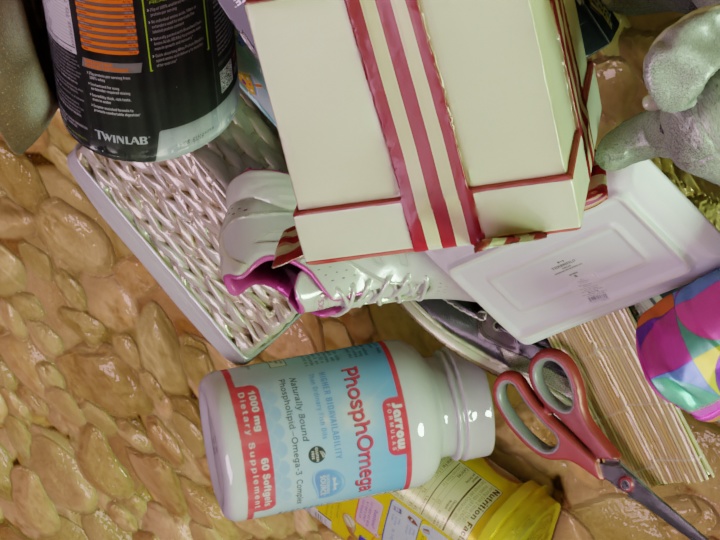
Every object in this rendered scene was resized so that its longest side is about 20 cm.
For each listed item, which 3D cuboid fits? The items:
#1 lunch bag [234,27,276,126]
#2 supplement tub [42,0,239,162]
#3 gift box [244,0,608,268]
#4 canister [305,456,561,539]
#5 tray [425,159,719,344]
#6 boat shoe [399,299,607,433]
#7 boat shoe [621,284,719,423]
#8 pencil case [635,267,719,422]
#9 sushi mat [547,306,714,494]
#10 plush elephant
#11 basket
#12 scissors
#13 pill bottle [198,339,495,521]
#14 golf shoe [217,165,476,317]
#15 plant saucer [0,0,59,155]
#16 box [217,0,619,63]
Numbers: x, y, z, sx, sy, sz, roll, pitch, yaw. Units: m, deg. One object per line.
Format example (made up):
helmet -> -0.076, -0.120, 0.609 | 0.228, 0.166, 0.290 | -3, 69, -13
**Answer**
lunch bag -> -0.004, -0.127, 1.579 | 0.200, 0.077, 0.160 | 54, 144, -7
supplement tub -> -0.143, -0.180, 1.515 | 0.122, 0.122, 0.201 | 25, 138, 28
gift box -> 0.033, -0.101, 1.343 | 0.183, 0.200, 0.188 | -6, 118, 19
canister -> 0.042, 0.174, 1.808 | 0.200, 0.087, 0.149 | 35, 143, 19
tray -> 0.130, -0.007, 1.468 | 0.107, 0.022, 0.200 | 42, 142, -19
boat shoe -> 0.115, 0.043, 1.627 | 0.200, 0.072, 0.066 | 35, 110, 10
boat shoe -> 0.205, 0.029, 1.525 | 0.200, 0.062, 0.075 | 40, 148, 31
pencil case -> 0.257, 0.019, 1.386 | 0.200, 0.088, 0.089 | -31, 99, 34
sushi mat -> 0.158, 0.054, 1.545 | 0.201, 0.012, 0.096 | 62, 152, -6
plush elephant -> 0.202, -0.097, 1.323 | 0.199, 0.155, 0.165 | -8, 117, 50
basket -> -0.084, -0.058, 1.683 | 0.200, 0.136, 0.123 | 51, 141, -5
scissors -> 0.165, 0.136, 1.568 | 0.200, 0.014, 0.073 | 50, 127, 11
pill bottle -> -0.010, 0.110, 1.697 | 0.109, 0.199, 0.109 | 170, 90, -80
golf shoe -> 0.000, 0.000, 1.564 | 0.199, 0.092, 0.075 | 14, 149, 2
plant saucer -> -0.230, -0.178, 1.571 | 0.036, 0.201, 0.201 | -10, 126, 2
box -> 0.033, -0.160, 1.456 | 0.199, 0.046, 0.159 | -31, 100, 23
